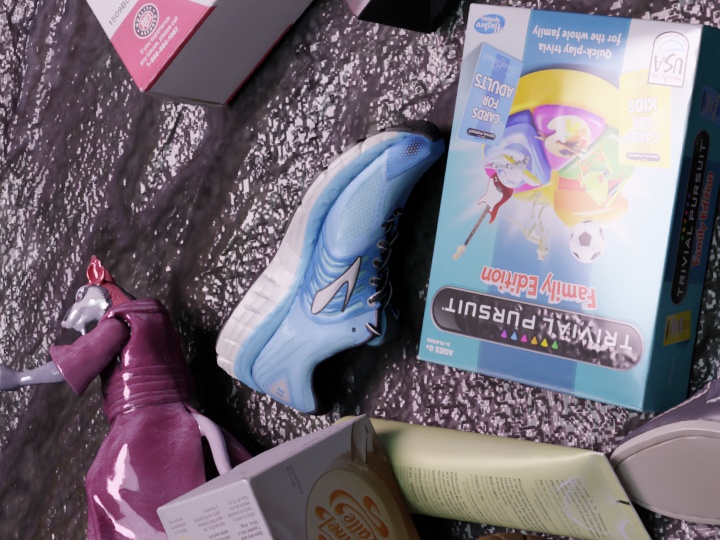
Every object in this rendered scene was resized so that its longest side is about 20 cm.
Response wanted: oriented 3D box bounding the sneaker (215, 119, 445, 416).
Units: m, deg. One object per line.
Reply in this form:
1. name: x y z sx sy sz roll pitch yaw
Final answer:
1. sneaker: 0.000 0.000 1.189 0.090 0.078 0.201 38 115 14

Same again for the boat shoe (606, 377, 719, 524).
1. boat shoe: 0.212 0.074 1.018 0.199 0.073 0.063 -23 30 42

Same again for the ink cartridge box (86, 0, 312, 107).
1. ink cartridge box: -0.115 -0.226 1.274 0.147 0.083 0.200 -48 60 27

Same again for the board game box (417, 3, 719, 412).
1. board game box: 0.116 -0.037 1.097 0.150 0.047 0.201 11 94 39

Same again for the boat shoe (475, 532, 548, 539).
1. boat shoe: 0.138 0.199 1.057 0.200 0.073 0.065 26 114 41

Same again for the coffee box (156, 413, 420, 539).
1. coffee box: -0.015 0.196 1.111 0.079 0.114 0.201 -22 90 40

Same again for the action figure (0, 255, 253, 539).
1. action figure: -0.131 0.080 1.238 0.148 0.134 0.201 -26 74 34

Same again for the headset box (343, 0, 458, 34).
1. headset box: 0.015 -0.262 1.175 0.149 0.077 0.200 -47 62 28

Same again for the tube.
1. tube: 0.067 0.115 1.125 0.199 0.058 0.052 4 90 41
